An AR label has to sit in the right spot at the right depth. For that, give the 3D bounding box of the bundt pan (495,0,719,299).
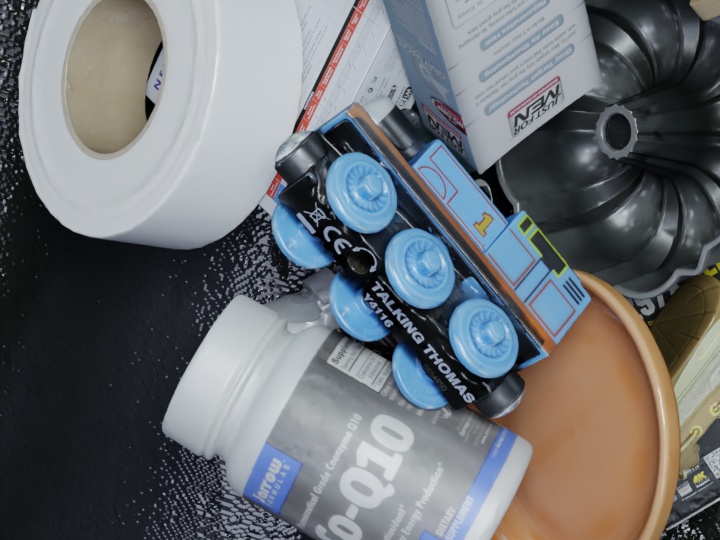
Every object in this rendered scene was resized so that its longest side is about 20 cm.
[{"bbox_3d":[0.177,-0.085,1.217,0.201,0.075,0.204,7,100,46],"label":"bundt pan"}]

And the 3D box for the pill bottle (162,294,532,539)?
[{"bbox_3d":[-0.009,0.104,1.185,0.199,0.114,0.114,29,105,5],"label":"pill bottle"}]

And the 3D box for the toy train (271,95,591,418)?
[{"bbox_3d":[0.036,-0.011,1.145,0.200,0.114,0.087,49,140,-8],"label":"toy train"}]

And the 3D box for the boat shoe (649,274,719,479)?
[{"bbox_3d":[0.184,0.098,1.245,0.066,0.074,0.201,25,115,-23],"label":"boat shoe"}]

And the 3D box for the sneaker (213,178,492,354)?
[{"bbox_3d":[0.000,0.000,1.282,0.198,0.075,0.116,-4,98,-16],"label":"sneaker"}]

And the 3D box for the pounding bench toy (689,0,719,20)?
[{"bbox_3d":[0.315,-0.161,1.086,0.156,0.125,0.199,44,144,-21],"label":"pounding bench toy"}]

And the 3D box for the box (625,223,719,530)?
[{"bbox_3d":[0.235,0.048,1.285,0.199,0.049,0.160,-34,92,15],"label":"box"}]

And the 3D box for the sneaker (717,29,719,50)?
[{"bbox_3d":[0.289,-0.122,1.240,0.201,0.117,0.074,58,151,18],"label":"sneaker"}]

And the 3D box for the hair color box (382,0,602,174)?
[{"bbox_3d":[0.066,-0.161,1.124,0.099,0.061,0.201,-36,138,-14],"label":"hair color box"}]

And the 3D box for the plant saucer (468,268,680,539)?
[{"bbox_3d":[0.124,0.098,1.209,0.199,0.037,0.202,3,93,54],"label":"plant saucer"}]

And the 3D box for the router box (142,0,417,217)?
[{"bbox_3d":[-0.033,-0.150,1.232,0.179,0.049,0.201,44,114,39],"label":"router box"}]

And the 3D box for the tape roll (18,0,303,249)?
[{"bbox_3d":[-0.127,-0.116,1.236,0.201,0.070,0.205,-8,79,45],"label":"tape roll"}]

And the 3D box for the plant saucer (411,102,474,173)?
[{"bbox_3d":[0.029,-0.151,1.282,0.199,0.039,0.203,2,103,9],"label":"plant saucer"}]
